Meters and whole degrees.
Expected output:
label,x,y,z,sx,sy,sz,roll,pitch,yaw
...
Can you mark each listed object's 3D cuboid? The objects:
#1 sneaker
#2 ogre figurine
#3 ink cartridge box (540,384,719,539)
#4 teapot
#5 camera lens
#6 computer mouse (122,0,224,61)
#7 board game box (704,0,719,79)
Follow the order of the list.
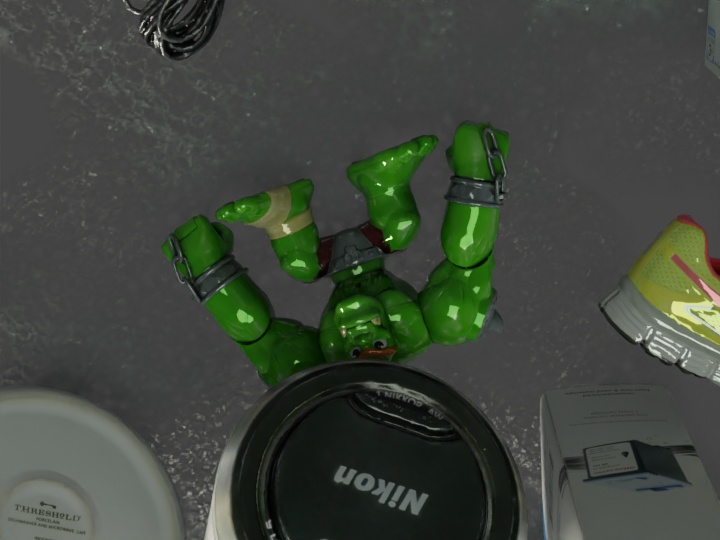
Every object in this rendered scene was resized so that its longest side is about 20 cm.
label,x,y,z,sx,sy,sz,roll,pitch,yaw
sneaker,0.243,0.035,0.882,0.199,0.078,0.091,26,100,-13
ogre figurine,0.000,0.000,0.855,0.198,0.098,0.121,-20,92,-11
ink cartridge box,0.153,0.173,0.861,0.085,0.200,0.148,-4,110,-1
teapot,-0.200,0.173,0.880,0.200,0.197,0.146,48,140,3
camera lens,-0.005,0.153,0.816,0.158,0.161,0.200,9,150,-5
computer mouse,-0.139,-0.211,0.791,0.199,0.053,0.139,32,107,-12
board game box,0.294,-0.148,0.802,0.198,0.105,0.104,-1,110,-1
